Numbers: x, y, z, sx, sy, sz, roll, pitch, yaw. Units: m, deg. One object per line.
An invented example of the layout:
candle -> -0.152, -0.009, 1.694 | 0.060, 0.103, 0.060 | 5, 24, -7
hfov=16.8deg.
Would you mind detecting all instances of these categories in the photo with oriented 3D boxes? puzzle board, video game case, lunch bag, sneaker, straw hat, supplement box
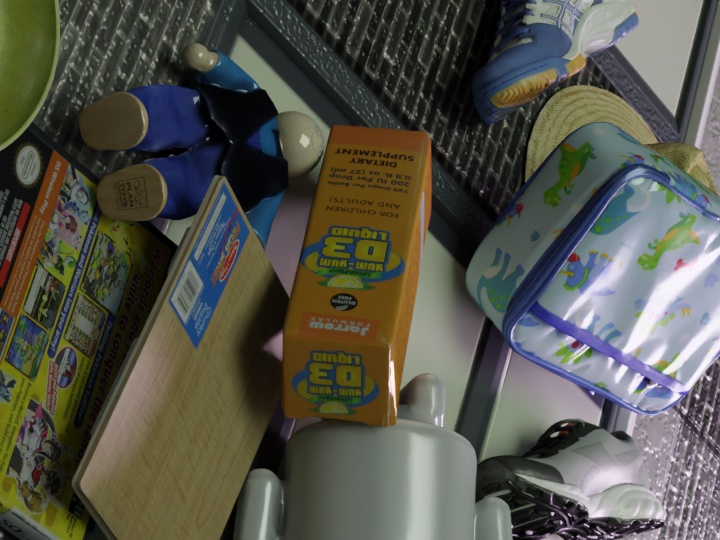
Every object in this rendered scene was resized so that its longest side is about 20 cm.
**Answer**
puzzle board -> -0.092, 0.071, 1.328 | 0.201, 0.017, 0.151 | -68, 151, -30
video game case -> -0.183, 0.023, 1.264 | 0.181, 0.025, 0.201 | 42, 49, -37
lunch bag -> 0.175, 0.006, 1.619 | 0.200, 0.161, 0.083 | 29, 15, -44
sneaker -> 0.127, 0.135, 1.595 | 0.200, 0.074, 0.080 | 13, 61, -56
sneaker -> 0.115, -0.167, 1.662 | 0.088, 0.075, 0.200 | 58, 34, -6
straw hat -> 0.207, -0.050, 1.721 | 0.201, 0.085, 0.202 | 17, 68, -49
supplement box -> 0.000, 0.000, 1.411 | 0.200, 0.066, 0.069 | -80, 173, -48

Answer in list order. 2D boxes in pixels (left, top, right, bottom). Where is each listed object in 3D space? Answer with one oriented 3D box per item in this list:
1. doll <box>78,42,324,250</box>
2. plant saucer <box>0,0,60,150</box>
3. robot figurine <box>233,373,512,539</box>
doll -> -0.082, -0.064, 1.386 | 0.200, 0.048, 0.137 | -14, 90, -62
plant saucer -> -0.239, -0.142, 1.214 | 0.199, 0.031, 0.201 | 19, 62, -39
robot figurine -> 0.009, 0.159, 1.397 | 0.169, 0.113, 0.201 | 7, 71, -9
